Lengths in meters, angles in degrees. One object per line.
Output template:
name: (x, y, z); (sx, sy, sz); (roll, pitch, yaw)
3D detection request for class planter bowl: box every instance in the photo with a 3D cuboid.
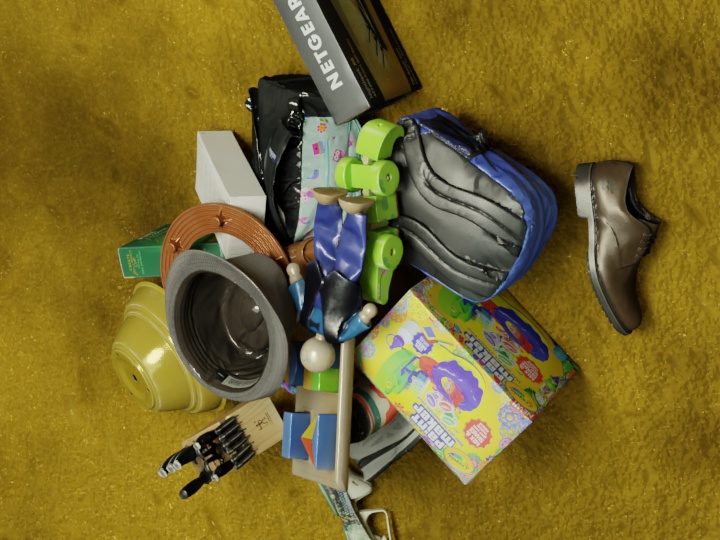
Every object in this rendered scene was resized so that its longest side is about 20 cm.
planter bowl: (-0.270, 0.122, 1.838); (0.200, 0.083, 0.202); (38, 147, 30)

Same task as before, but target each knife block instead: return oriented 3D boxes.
knife block: (-0.186, 0.229, 1.787); (0.064, 0.174, 0.200); (60, 160, -1)

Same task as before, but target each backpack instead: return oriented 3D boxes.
backpack: (-0.063, -0.126, 1.675); (0.125, 0.167, 0.203); (-6, 107, -18)
backpack: (0.125, -0.077, 1.584); (0.199, 0.167, 0.164); (36, 123, 21)

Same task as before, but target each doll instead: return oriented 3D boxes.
doll: (-0.034, 0.014, 1.518); (0.136, 0.048, 0.203); (21, 110, 39)

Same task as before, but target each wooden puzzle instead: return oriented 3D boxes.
wooden puzzle: (-0.056, 0.154, 1.628); (0.046, 0.200, 0.188); (3, 88, -18)

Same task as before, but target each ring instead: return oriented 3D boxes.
ring: (-0.160, 0.019, 1.645); (0.198, 0.019, 0.203); (12, 116, 27)

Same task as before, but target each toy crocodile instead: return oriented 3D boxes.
toy crocodile: (0.017, -0.064, 1.529); (0.067, 0.061, 0.203); (8, 104, 41)

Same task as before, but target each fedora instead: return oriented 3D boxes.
fedora: (-0.133, 0.049, 1.571); (0.176, 0.090, 0.202); (26, 130, 23)

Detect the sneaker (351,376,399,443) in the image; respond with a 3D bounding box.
sneaker: (0.003, 0.168, 1.704); (0.071, 0.093, 0.200); (65, 157, 1)

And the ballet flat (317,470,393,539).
ballet flat: (-0.003, 0.314, 1.832); (0.074, 0.074, 0.202); (-23, 96, 29)

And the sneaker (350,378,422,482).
sneaker: (0.030, 0.176, 1.750); (0.116, 0.075, 0.200); (50, 132, 6)

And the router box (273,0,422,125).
router box: (-0.021, -0.278, 1.609); (0.052, 0.157, 0.202); (-26, 93, 29)

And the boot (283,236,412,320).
boot: (0.000, 0.000, 1.648); (0.155, 0.198, 0.078); (-29, 48, 61)

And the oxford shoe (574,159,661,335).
oxford shoe: (0.299, -0.025, 1.574); (0.083, 0.073, 0.203); (-7, 102, 25)

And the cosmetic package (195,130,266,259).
cosmetic package: (-0.161, -0.097, 1.715); (0.050, 0.200, 0.084); (-5, 120, -16)

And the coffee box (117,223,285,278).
coffee box: (-0.197, -0.030, 1.790); (0.198, 0.123, 0.045); (-3, 107, 25)

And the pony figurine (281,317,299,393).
pony figurine: (-0.128, 0.073, 1.782); (0.198, 0.166, 0.195); (23, 133, 25)

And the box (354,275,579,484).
box: (0.124, 0.108, 1.629); (0.200, 0.192, 0.122); (47, 119, 6)
